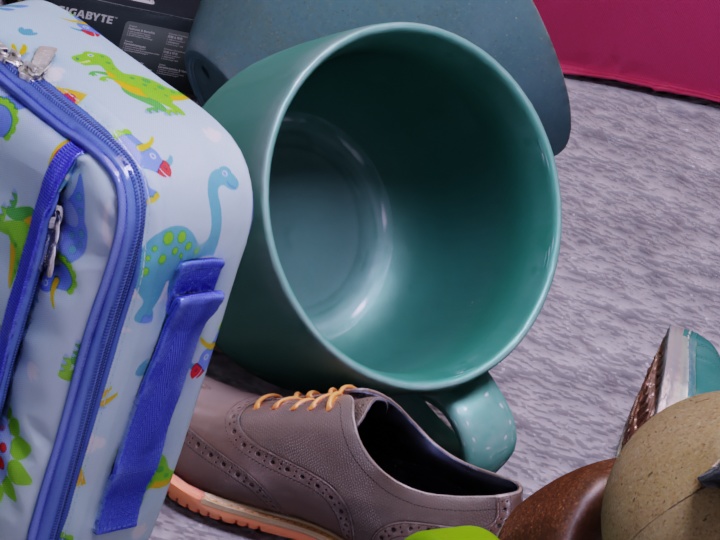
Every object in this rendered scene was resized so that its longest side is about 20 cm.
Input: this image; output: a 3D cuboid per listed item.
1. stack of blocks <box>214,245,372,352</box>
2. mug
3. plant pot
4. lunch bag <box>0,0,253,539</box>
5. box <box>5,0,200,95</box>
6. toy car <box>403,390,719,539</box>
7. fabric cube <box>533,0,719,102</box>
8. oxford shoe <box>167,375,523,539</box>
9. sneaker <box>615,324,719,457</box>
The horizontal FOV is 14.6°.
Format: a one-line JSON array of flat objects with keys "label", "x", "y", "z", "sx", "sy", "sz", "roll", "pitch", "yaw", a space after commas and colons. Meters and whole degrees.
[{"label": "stack of blocks", "x": -0.092, "y": -0.018, "z": 1.289, "sx": 0.200, "sy": 0.059, "sz": 0.115, "roll": 3, "pitch": 30, "yaw": -32}, {"label": "mug", "x": -0.008, "y": -0.007, "z": 1.198, "sx": 0.152, "sy": 0.185, "sz": 0.114, "roll": 12, "pitch": -11, "yaw": -32}, {"label": "plant pot", "x": -0.008, "y": -0.106, "z": 1.413, "sx": 0.135, "sy": 0.200, "sz": 0.200, "roll": -34, "pitch": 48, "yaw": -14}, {"label": "lunch bag", "x": -0.126, "y": 0.011, "z": 1.043, "sx": 0.082, "sy": 0.200, "sz": 0.161, "roll": -10, "pitch": 39, "yaw": -45}, {"label": "box", "x": -0.099, "y": -0.150, "z": 1.562, "sx": 0.200, "sy": 0.046, "sz": 0.159, "roll": 10, "pitch": 27, "yaw": -20}, {"label": "toy car", "x": 0.135, "y": 0.108, "z": 1.004, "sx": 0.164, "sy": 0.200, "sz": 0.158, "roll": -4, "pitch": 57, "yaw": -35}, {"label": "fabric cube", "x": 0.163, "y": -0.243, "z": 1.760, "sx": 0.200, "sy": 0.196, "sz": 0.199, "roll": 10, "pitch": 27, "yaw": -20}, {"label": "oxford shoe", "x": -0.022, "y": 0.070, "z": 1.148, "sx": 0.200, "sy": 0.073, "sz": 0.071, "roll": 26, "pitch": 27, "yaw": 14}, {"label": "sneaker", "x": 0.156, "y": 0.100, "z": 1.228, "sx": 0.080, "sy": 0.071, "sz": 0.200, "roll": 18, "pitch": 34, "yaw": -6}]
